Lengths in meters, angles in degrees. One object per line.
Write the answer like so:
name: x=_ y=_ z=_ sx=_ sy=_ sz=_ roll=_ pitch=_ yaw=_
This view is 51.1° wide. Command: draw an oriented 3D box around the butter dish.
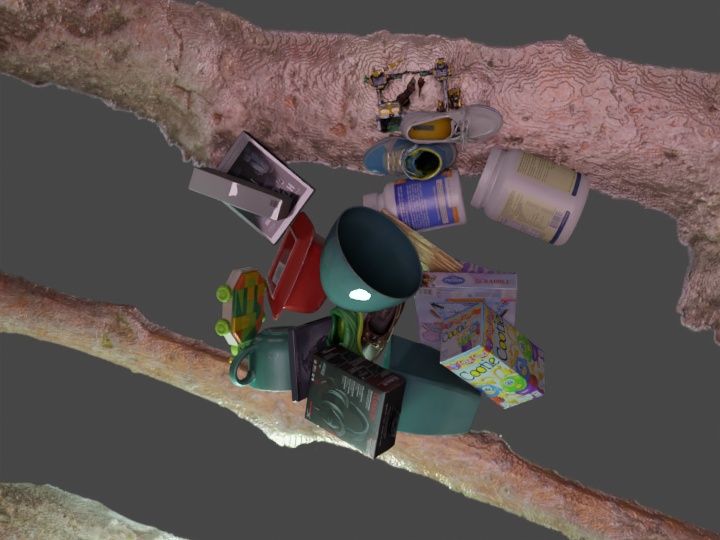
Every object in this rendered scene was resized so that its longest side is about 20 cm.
butter dish: x=-0.099 y=0.006 z=1.549 sx=0.146 sy=0.200 sz=0.201 roll=22 pitch=100 yaw=-18

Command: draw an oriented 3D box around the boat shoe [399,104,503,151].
boat shoe: x=0.177 y=-0.268 z=1.417 sx=0.199 sy=0.086 sz=0.076 roll=-1 pitch=118 yaw=-5

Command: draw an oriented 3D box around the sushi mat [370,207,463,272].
sushi mat: x=0.102 y=-0.032 z=1.489 sx=0.199 sy=0.012 sz=0.096 roll=35 pitch=123 yaw=-1

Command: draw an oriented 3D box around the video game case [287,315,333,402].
video game case: x=-0.082 y=0.173 z=1.542 sx=0.019 sy=0.199 sz=0.145 roll=0 pitch=97 yaw=29

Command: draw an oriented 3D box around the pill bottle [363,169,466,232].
pill bottle: x=0.109 y=-0.131 z=1.517 sx=0.197 sy=0.112 sz=0.114 roll=-9 pitch=95 yaw=10

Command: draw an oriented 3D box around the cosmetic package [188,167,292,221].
cosmetic package: x=-0.247 y=-0.158 z=1.562 sx=0.198 sy=0.083 sz=0.051 roll=21 pitch=103 yaw=7

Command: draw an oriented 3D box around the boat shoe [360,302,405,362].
boat shoe: x=0.032 y=0.124 z=1.582 sx=0.070 sy=0.070 sz=0.202 roll=25 pitch=102 yaw=2

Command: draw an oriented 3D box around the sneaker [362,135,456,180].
sneaker: x=0.082 y=-0.220 z=1.489 sx=0.197 sy=0.131 sz=0.081 roll=-5 pitch=108 yaw=22

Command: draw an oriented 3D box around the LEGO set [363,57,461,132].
LEGO set: x=0.101 y=-0.343 z=1.488 sx=0.197 sy=0.116 sz=0.156 roll=2 pitch=98 yaw=8

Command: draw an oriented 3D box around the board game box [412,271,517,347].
board game box: x=0.210 y=0.082 z=1.499 sx=0.197 sy=0.042 sz=0.201 roll=2 pitch=140 yaw=10

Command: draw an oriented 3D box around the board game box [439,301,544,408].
board game box: x=0.260 y=0.169 z=1.474 sx=0.199 sy=0.104 sz=0.104 roll=36 pitch=134 yaw=-27

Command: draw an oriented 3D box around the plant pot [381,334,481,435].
plant pot: x=0.137 y=0.246 z=1.533 sx=0.197 sy=0.142 sz=0.143 roll=14 pitch=115 yaw=-2

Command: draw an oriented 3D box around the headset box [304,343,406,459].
headset box: x=-0.005 y=0.253 z=1.451 sx=0.199 sy=0.077 sz=0.151 roll=25 pitch=117 yaw=32

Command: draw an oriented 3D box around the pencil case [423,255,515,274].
pencil case: x=0.218 y=0.013 z=1.534 sx=0.197 sy=0.084 sz=0.086 roll=18 pitch=64 yaw=4

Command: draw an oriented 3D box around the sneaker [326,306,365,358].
sneaker: x=-0.035 y=0.164 z=1.550 sx=0.074 sy=0.083 sz=0.203 roll=-1 pitch=97 yaw=47

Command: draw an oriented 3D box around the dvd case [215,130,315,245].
dvd case: x=-0.215 y=-0.175 z=1.607 sx=0.199 sy=0.025 sz=0.151 roll=39 pitch=102 yaw=3

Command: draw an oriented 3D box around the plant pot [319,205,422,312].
plant pot: x=0.000 y=0.000 z=1.423 sx=0.200 sy=0.200 sz=0.135 roll=48 pitch=129 yaw=1

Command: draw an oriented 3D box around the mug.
mug: x=-0.166 y=0.180 z=1.562 sx=0.150 sy=0.185 sz=0.116 roll=0 pitch=94 yaw=25

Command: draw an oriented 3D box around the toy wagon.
toy wagon: x=-0.246 y=0.096 z=1.577 sx=0.039 sy=0.155 sz=0.203 roll=7 pitch=99 yaw=22

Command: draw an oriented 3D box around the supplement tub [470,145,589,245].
supplement tub: x=0.326 y=-0.148 z=1.462 sx=0.198 sy=0.145 sz=0.147 roll=23 pitch=100 yaw=6
